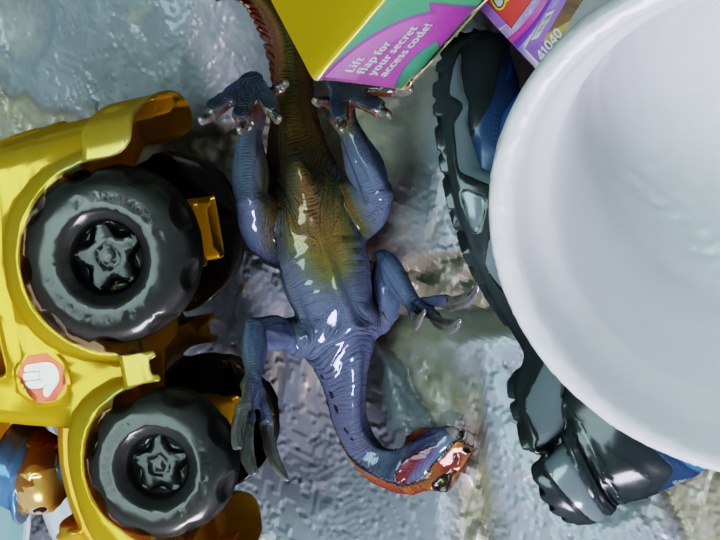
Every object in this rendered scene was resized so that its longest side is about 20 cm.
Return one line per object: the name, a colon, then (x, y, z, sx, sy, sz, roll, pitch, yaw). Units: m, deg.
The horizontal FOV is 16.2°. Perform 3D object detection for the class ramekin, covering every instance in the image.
ramekin: (0.150, -0.035, 0.878, 0.199, 0.098, 0.202, 7, 122, 11)

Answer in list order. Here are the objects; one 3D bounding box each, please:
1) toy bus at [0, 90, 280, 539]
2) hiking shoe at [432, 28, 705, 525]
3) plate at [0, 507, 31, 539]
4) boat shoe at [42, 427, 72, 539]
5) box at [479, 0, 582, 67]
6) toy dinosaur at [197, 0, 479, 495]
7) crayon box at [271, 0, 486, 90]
toy bus: (-0.141, 0.039, 1.071, 0.191, 0.136, 0.201, -11, 95, 7)
hiking shoe: (0.088, -0.005, 0.998, 0.086, 0.074, 0.201, -18, 88, 10)
plate: (-0.233, 0.082, 1.237, 0.199, 0.025, 0.202, 18, 115, 41)
boat shoe: (-0.133, 0.044, 1.163, 0.062, 0.072, 0.201, -22, 93, 12)
box: (0.140, -0.134, 0.934, 0.137, 0.039, 0.200, 48, 124, 14)
toy dinosaur: (0.000, 0.000, 1.064, 0.104, 0.201, 0.182, -8, 128, 7)
crayon box: (0.021, -0.200, 0.963, 0.200, 0.058, 0.173, -47, 59, 34)
